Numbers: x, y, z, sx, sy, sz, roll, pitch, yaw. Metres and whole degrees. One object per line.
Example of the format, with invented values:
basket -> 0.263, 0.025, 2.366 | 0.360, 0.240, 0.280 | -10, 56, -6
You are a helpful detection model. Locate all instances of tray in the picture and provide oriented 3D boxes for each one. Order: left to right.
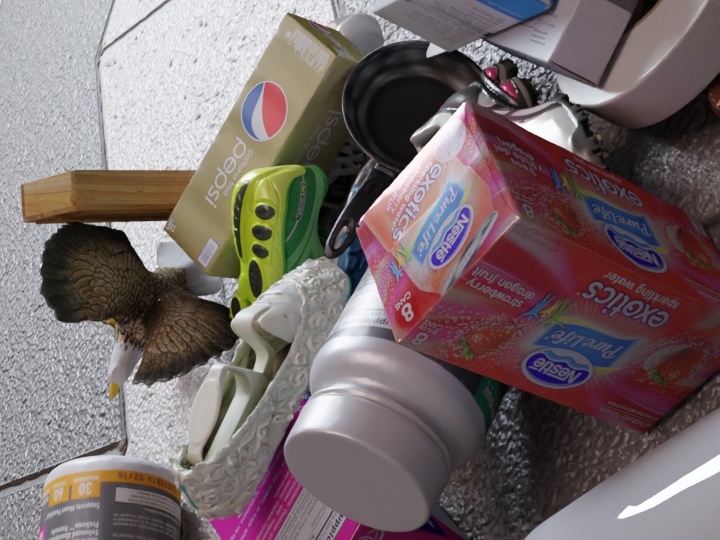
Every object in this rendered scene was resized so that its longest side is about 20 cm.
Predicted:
tray -> -0.172, -0.062, 1.187 | 0.098, 0.199, 0.037 | -6, 88, 51

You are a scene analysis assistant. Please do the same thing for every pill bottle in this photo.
pill bottle -> -0.203, 0.260, 1.134 | 0.116, 0.116, 0.201 | -32, 49, 40
pill bottle -> 0.038, 0.051, 0.864 | 0.113, 0.113, 0.200 | -18, 34, 48

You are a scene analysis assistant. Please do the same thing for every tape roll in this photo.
tape roll -> 0.190, -0.186, 0.866 | 0.203, 0.037, 0.203 | -54, 23, 35

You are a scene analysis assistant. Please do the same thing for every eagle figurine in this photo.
eagle figurine -> -0.182, 0.036, 1.178 | 0.200, 0.151, 0.152 | 119, 140, -74

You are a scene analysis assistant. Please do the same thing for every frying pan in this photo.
frying pan -> 0.040, -0.082, 1.006 | 0.031, 0.114, 0.191 | 100, 176, -64

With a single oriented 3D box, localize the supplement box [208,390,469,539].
supplement box -> -0.028, 0.165, 0.963 | 0.104, 0.101, 0.200 | -60, 37, 11

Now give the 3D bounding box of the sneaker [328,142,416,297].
sneaker -> 0.000, 0.000, 1.043 | 0.087, 0.075, 0.201 | -21, 48, 68

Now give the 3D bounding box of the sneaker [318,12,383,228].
sneaker -> -0.022, -0.107, 1.134 | 0.080, 0.076, 0.201 | 37, 109, 45

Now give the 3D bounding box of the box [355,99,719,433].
box -> 0.110, 0.004, 0.776 | 0.103, 0.199, 0.095 | -46, 41, 27

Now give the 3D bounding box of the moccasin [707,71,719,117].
moccasin -> 0.264, -0.127, 0.744 | 0.201, 0.077, 0.074 | -15, 61, 53

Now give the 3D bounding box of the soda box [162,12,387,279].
soda box -> -0.066, -0.091, 1.082 | 0.064, 0.068, 0.201 | 44, 111, 31

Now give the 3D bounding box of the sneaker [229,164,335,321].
sneaker -> -0.052, 0.006, 1.072 | 0.074, 0.083, 0.201 | 47, 145, 36

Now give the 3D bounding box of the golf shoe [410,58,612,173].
golf shoe -> 0.101, -0.070, 0.903 | 0.088, 0.077, 0.200 | -29, 24, -5

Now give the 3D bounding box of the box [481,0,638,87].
box -> 0.152, -0.225, 0.895 | 0.201, 0.041, 0.156 | -63, 19, 9

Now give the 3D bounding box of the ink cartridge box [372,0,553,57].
ink cartridge box -> 0.073, -0.219, 0.939 | 0.117, 0.068, 0.200 | -69, 17, -8

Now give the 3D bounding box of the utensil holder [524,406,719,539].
utensil holder -> 0.186, 0.144, 0.633 | 0.200, 0.169, 0.171 | -40, 44, 36

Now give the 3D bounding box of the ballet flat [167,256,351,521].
ballet flat -> -0.067, 0.067, 0.933 | 0.072, 0.072, 0.201 | -6, 54, 52
